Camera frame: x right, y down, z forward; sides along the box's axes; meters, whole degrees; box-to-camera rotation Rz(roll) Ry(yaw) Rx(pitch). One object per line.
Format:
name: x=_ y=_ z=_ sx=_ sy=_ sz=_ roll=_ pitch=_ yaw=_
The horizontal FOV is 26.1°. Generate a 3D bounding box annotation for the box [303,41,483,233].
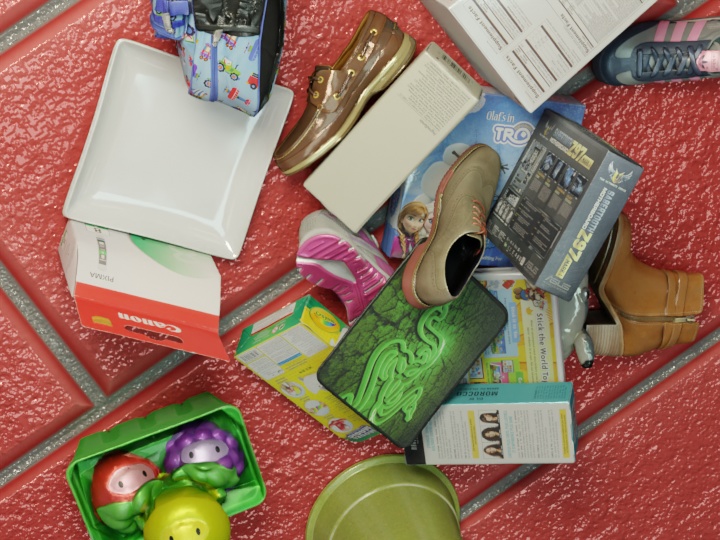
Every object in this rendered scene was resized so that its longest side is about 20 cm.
box: x=0.035 y=-0.141 z=1.648 sx=0.082 sy=0.068 sz=0.200 roll=43 pitch=109 yaw=-6

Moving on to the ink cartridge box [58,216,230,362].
ink cartridge box: x=-0.218 y=0.015 z=1.589 sx=0.160 sy=0.200 sz=0.050 roll=15 pitch=106 yaw=-23

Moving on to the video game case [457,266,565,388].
video game case: x=0.142 y=0.091 z=1.790 sx=0.181 sy=0.023 sz=0.201 roll=-2 pitch=114 yaw=14

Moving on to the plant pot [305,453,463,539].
plant pot: x=0.053 y=0.349 z=1.817 sx=0.199 sy=0.190 sz=0.201 roll=-6 pitch=113 yaw=-14

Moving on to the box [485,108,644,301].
box: x=0.209 y=-0.073 z=1.641 sx=0.051 sy=0.200 sz=0.158 roll=23 pitch=101 yaw=-19

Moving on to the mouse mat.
mouse mat: x=0.060 y=0.081 z=1.706 sx=0.161 sy=0.008 sz=0.200 roll=41 pitch=86 yaw=-31

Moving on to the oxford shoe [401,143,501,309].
oxford shoe: x=0.116 y=-0.047 z=1.659 sx=0.070 sy=0.075 sz=0.201 roll=33 pitch=69 yaw=-33

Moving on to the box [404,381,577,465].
box: x=0.148 y=0.177 z=1.789 sx=0.199 sy=0.049 sz=0.083 roll=-2 pitch=115 yaw=14

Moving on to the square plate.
square plate: x=-0.193 y=-0.126 z=1.637 sx=0.199 sy=0.028 sz=0.199 roll=14 pitch=106 yaw=-22

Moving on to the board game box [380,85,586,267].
board game box: x=0.137 y=-0.105 z=1.742 sx=0.199 sy=0.043 sz=0.200 roll=4 pitch=108 yaw=-19

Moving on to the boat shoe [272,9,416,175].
boat shoe: x=-0.029 y=-0.190 z=1.644 sx=0.068 sy=0.072 sz=0.200 roll=41 pitch=89 yaw=-21

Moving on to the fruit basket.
fruit basket: x=-0.204 y=0.246 z=1.688 sx=0.214 sy=0.216 sz=0.156 roll=-20 pitch=116 yaw=-9

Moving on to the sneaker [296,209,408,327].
sneaker: x=0.000 y=0.000 z=1.716 sx=0.081 sy=0.089 sz=0.200 roll=-27 pitch=130 yaw=15

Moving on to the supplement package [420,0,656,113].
supplement package: x=0.183 y=-0.301 z=1.616 sx=0.200 sy=0.152 sz=0.151 roll=-42 pitch=117 yaw=2

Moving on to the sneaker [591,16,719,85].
sneaker: x=0.360 y=-0.243 z=1.735 sx=0.199 sy=0.082 sz=0.071 roll=-14 pitch=115 yaw=-12

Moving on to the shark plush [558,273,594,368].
shark plush: x=0.231 y=0.021 z=1.811 sx=0.090 sy=0.083 sz=0.201 roll=2 pitch=105 yaw=11

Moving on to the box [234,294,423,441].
box: x=-0.030 y=0.117 z=1.745 sx=0.117 sy=0.049 sz=0.200 roll=-26 pitch=123 yaw=38

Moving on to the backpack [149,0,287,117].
backpack: x=-0.140 y=-0.258 z=1.524 sx=0.134 sy=0.183 sz=0.201 roll=1 pitch=121 yaw=-8

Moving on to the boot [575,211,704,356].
boot: x=0.339 y=0.014 z=1.834 sx=0.154 sy=0.077 sz=0.201 roll=-4 pitch=115 yaw=-14
